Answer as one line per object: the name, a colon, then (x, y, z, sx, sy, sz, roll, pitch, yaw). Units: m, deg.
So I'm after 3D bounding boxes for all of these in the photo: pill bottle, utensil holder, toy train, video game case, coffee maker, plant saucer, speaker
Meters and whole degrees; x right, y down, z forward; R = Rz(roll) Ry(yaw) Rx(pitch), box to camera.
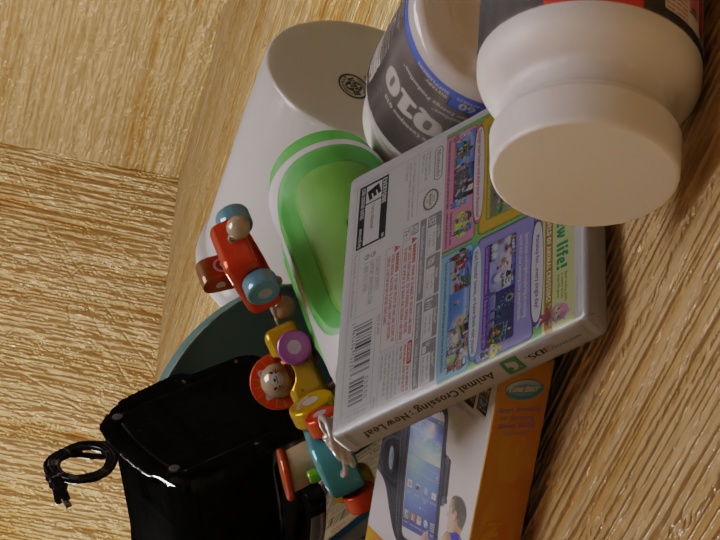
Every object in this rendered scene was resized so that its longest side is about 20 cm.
pill bottle: (0.066, -0.128, 1.536, 0.200, 0.113, 0.114, 124, 155, -70)
utensil holder: (-0.025, -0.068, 1.861, 0.170, 0.169, 0.201, -91, 16, -51)
toy train: (-0.053, 0.064, 1.499, 0.150, 0.055, 0.201, 62, -176, -57)
video game case: (0.063, -0.011, 1.376, 0.182, 0.022, 0.201, -27, 40, 31)
coffee maker: (-0.111, 0.181, 1.621, 0.135, 0.191, 0.201, -113, 17, -58)
plant saucer: (-0.080, 0.098, 1.701, 0.027, 0.199, 0.201, 29, 113, 40)
pill bottle: (0.118, -0.131, 1.223, 0.116, 0.115, 0.201, 116, 162, -57)
speaker: (0.000, 0.000, 1.542, 0.201, 0.088, 0.089, -112, 30, -43)

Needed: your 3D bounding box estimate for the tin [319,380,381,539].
tin: (-0.001, 0.126, 1.705, 0.112, 0.042, 0.201, -34, -24, -37)

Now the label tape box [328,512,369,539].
label tape box: (-0.024, 0.276, 1.585, 0.143, 0.066, 0.201, -32, -37, -60)

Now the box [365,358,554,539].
box: (0.057, 0.100, 1.401, 0.119, 0.041, 0.201, 39, 126, 56)
